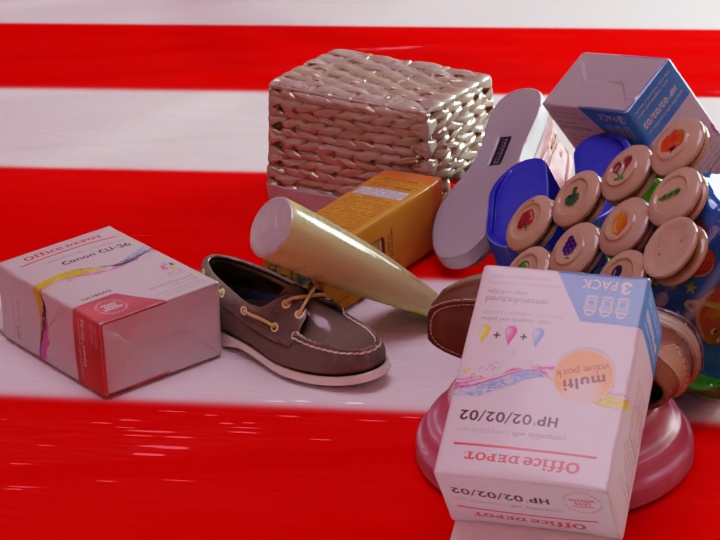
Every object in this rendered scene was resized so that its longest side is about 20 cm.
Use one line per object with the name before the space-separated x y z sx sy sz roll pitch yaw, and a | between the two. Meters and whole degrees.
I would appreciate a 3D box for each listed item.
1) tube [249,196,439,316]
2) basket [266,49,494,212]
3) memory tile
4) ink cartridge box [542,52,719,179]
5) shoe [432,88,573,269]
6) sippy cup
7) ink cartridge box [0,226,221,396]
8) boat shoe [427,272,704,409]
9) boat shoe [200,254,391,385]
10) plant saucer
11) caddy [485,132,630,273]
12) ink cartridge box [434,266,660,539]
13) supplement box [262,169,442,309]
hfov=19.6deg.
tube | 0.000 0.000 1.671 0.199 0.052 0.058 25 45 -39
basket | 0.022 -0.124 1.948 0.199 0.124 0.135 14 29 32
memory tile | 0.178 -0.024 1.556 0.199 0.017 0.154 -28 40 39
ink cartridge box | 0.262 -0.095 1.824 0.068 0.200 0.115 -51 31 -17
shoe | 0.134 -0.061 1.863 0.071 0.091 0.201 -1 49 36
sippy cup | 0.254 0.003 1.554 0.178 0.131 0.139 40 24 17
ink cartridge box | -0.216 0.024 1.696 0.116 0.068 0.199 -20 29 -35
boat shoe | 0.138 0.052 1.462 0.198 0.076 0.074 8 30 24
boat shoe | -0.058 0.038 1.657 0.201 0.061 0.072 19 31 41
plant saucer | 0.138 0.109 1.487 0.199 0.051 0.201 -2 24 1
caddy | 0.182 -0.025 1.730 0.140 0.106 0.200 -18 25 16
ink cartridge box | 0.119 0.101 1.346 0.114 0.068 0.201 4 57 19
supplement box | -0.004 -0.024 1.790 0.068 0.067 0.200 11 26 29
